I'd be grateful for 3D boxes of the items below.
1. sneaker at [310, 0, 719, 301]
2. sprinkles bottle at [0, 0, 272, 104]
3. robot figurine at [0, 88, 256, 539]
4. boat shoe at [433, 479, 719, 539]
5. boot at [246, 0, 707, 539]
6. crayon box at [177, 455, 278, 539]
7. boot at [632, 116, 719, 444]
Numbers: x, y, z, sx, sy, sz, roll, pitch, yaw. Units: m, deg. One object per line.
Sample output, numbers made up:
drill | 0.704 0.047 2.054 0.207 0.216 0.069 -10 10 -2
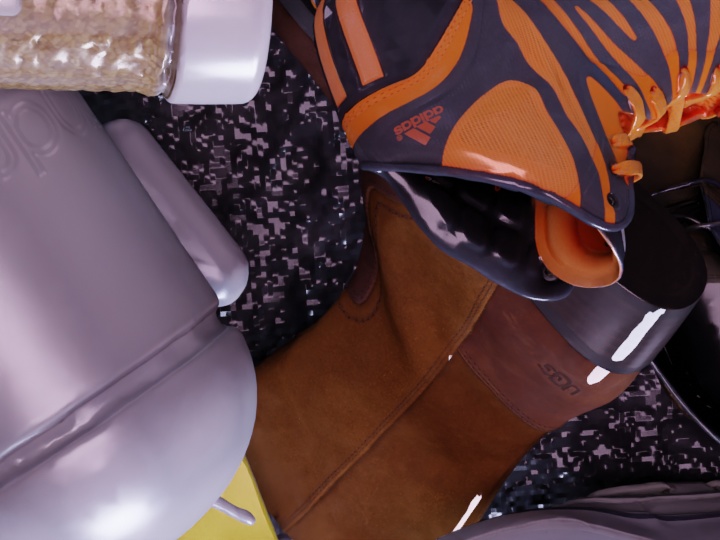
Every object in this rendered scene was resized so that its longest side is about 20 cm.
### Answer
sneaker | 0.082 -0.046 0.860 0.200 0.078 0.112 -2 63 -20
sprinkles bottle | -0.128 -0.085 0.834 0.200 0.068 0.068 1 105 -11
robot figurine | -0.109 0.015 0.897 0.170 0.113 0.200 -37 94 -35
boat shoe | 0.091 0.106 0.981 0.200 0.066 0.072 -8 102 -26
boot | 0.000 0.000 0.957 0.188 0.068 0.200 41 134 0
crayon box | -0.140 0.073 0.998 0.200 0.051 0.127 -19 105 3
boot | 0.108 -0.029 0.959 0.075 0.097 0.200 -23 105 4
